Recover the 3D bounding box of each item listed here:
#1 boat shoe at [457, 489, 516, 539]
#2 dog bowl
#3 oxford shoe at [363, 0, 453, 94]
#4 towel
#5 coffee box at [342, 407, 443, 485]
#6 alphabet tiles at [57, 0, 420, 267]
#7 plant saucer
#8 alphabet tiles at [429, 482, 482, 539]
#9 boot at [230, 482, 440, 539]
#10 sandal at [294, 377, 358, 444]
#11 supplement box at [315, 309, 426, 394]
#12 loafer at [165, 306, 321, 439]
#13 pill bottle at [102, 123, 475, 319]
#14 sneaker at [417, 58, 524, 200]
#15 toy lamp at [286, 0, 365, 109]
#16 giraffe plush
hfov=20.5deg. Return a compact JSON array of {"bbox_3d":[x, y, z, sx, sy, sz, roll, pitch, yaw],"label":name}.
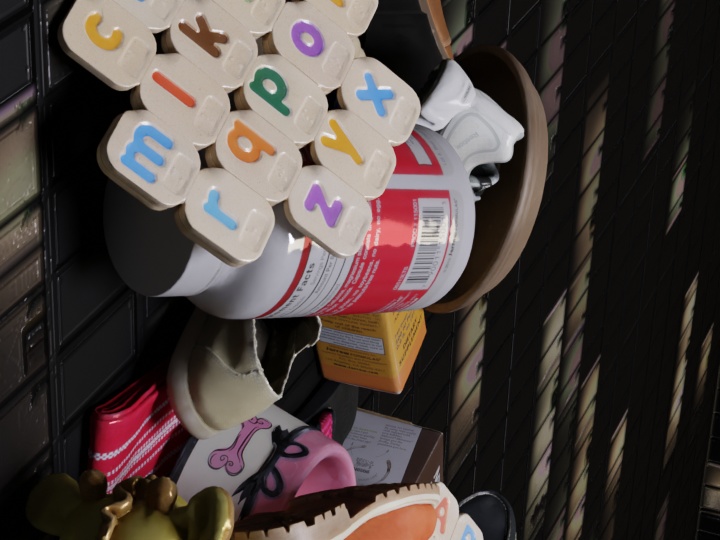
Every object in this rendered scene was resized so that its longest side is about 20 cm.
[{"bbox_3d":[0.069,0.228,1.499,0.199,0.074,0.066,-48,160,-39],"label":"boat shoe"},{"bbox_3d":[-0.065,0.181,1.260,0.200,0.073,0.202,14,90,-71],"label":"dog bowl"},{"bbox_3d":[0.037,-0.176,1.406,0.201,0.071,0.072,78,26,-50],"label":"oxford shoe"},{"bbox_3d":[-0.128,0.150,1.206,0.145,0.022,0.201,-38,137,-61],"label":"towel"},{"bbox_3d":[-0.007,0.216,1.511,0.200,0.079,0.115,-58,155,-44],"label":"coffee box"},{"bbox_3d":[-0.060,-0.103,1.047,0.015,0.195,0.201,-28,-148,51],"label":"alphabet tiles"},{"bbox_3d":[0.082,-0.066,1.469,0.200,0.029,0.201,-37,-133,54],"label":"plant saucer"},{"bbox_3d":[0.050,0.260,1.396,0.200,0.015,0.196,53,48,-37],"label":"alphabet tiles"},{"bbox_3d":[-0.008,0.181,1.160,0.200,0.075,0.108,-14,92,-61],"label":"boot"},{"bbox_3d":[-0.030,0.135,1.445,0.200,0.045,0.076,-53,150,-51],"label":"sandal"},{"bbox_3d":[0.000,0.000,1.413,0.201,0.068,0.067,77,30,-49],"label":"supplement box"},{"bbox_3d":[-0.056,0.018,1.211,0.076,0.068,0.201,59,35,-42],"label":"loafer"},{"bbox_3d":[-0.040,-0.030,1.118,0.199,0.112,0.113,-1,105,-43],"label":"pill bottle"},{"bbox_3d":[0.050,-0.068,1.414,0.075,0.081,0.200,-64,-174,-29],"label":"sneaker"},{"bbox_3d":[-0.014,-0.153,1.291,0.200,0.058,0.059,67,40,-65],"label":"toy lamp"},{"bbox_3d":[-0.121,0.189,1.054,0.200,0.171,0.163,94,0,-82],"label":"giraffe plush"}]
